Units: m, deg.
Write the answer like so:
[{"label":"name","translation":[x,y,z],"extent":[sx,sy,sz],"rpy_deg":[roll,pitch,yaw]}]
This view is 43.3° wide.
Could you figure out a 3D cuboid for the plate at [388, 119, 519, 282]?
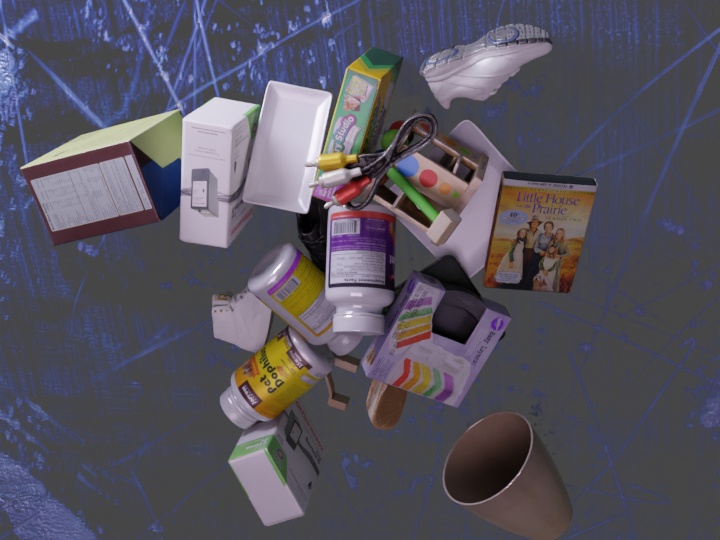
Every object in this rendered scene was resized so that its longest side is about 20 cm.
[{"label":"plate","translation":[0.168,-0.111,1.449],"extent":[0.200,0.032,0.200],"rpy_deg":[45,116,-7]}]

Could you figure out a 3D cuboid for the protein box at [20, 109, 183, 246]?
[{"label":"protein box","translation":[-0.393,-0.153,1.469],"extent":[0.199,0.199,0.135],"rpy_deg":[-11,110,17]}]

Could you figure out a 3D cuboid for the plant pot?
[{"label":"plant pot","translation":[0.275,0.379,1.574],"extent":[0.187,0.188,0.200],"rpy_deg":[-33,117,24]}]

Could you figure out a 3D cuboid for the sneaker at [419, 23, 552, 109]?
[{"label":"sneaker","translation":[0.191,-0.304,1.347],"extent":[0.199,0.075,0.087],"rpy_deg":[-13,122,25]}]

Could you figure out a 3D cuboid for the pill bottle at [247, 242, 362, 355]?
[{"label":"pill bottle","translation":[-0.084,0.053,1.499],"extent":[0.104,0.104,0.200],"rpy_deg":[-35,115,24]}]

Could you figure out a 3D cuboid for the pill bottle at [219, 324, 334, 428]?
[{"label":"pill bottle","translation":[-0.149,0.186,1.578],"extent":[0.200,0.109,0.109],"rpy_deg":[-41,100,15]}]

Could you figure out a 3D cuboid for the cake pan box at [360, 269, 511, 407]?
[{"label":"cake pan box","translation":[0.126,0.112,1.493],"extent":[0.184,0.052,0.200],"rpy_deg":[22,110,-22]}]

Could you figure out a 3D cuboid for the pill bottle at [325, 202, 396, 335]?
[{"label":"pill bottle","translation":[0.000,0.000,1.435],"extent":[0.111,0.111,0.201],"rpy_deg":[0,82,13]}]

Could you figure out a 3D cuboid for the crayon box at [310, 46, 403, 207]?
[{"label":"crayon box","translation":[-0.003,-0.219,1.363],"extent":[0.058,0.173,0.201],"rpy_deg":[20,117,4]}]

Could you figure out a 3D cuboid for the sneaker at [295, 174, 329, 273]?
[{"label":"sneaker","translation":[-0.069,-0.054,1.498],"extent":[0.076,0.091,0.201],"rpy_deg":[-14,112,18]}]

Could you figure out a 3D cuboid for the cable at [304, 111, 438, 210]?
[{"label":"cable","translation":[0.024,-0.145,1.263],"extent":[0.199,0.050,0.097],"rpy_deg":[-22,102,22]}]

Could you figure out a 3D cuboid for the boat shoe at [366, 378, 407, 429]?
[{"label":"boat shoe","translation":[0.058,0.173,1.575],"extent":[0.074,0.069,0.201],"rpy_deg":[21,97,-27]}]

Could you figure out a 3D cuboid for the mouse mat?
[{"label":"mouse mat","translation":[0.133,0.083,1.512],"extent":[0.161,0.008,0.200],"rpy_deg":[-33,118,8]}]

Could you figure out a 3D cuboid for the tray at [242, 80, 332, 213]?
[{"label":"tray","translation":[-0.114,-0.194,1.435],"extent":[0.107,0.022,0.201],"rpy_deg":[11,83,2]}]

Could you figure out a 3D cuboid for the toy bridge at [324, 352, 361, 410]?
[{"label":"toy bridge","translation":[-0.034,0.161,1.619],"extent":[0.067,0.027,0.201],"rpy_deg":[19,116,7]}]

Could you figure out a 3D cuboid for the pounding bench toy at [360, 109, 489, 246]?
[{"label":"pounding bench toy","translation":[0.084,-0.131,1.331],"extent":[0.156,0.200,0.124],"rpy_deg":[32,116,-3]}]

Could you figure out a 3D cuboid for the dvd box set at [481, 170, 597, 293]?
[{"label":"dvd box set","translation":[0.277,-0.057,1.416],"extent":[0.146,0.029,0.201],"rpy_deg":[5,124,-2]}]

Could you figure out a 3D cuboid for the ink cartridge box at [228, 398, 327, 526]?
[{"label":"ink cartridge box","translation":[-0.143,0.332,1.625],"extent":[0.084,0.200,0.146],"rpy_deg":[-21,107,18]}]

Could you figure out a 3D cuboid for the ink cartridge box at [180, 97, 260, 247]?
[{"label":"ink cartridge box","translation":[-0.224,-0.157,1.449],"extent":[0.084,0.146,0.201],"rpy_deg":[11,116,7]}]

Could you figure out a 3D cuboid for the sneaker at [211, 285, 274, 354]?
[{"label":"sneaker","translation":[-0.204,0.051,1.585],"extent":[0.115,0.074,0.201],"rpy_deg":[18,117,2]}]
